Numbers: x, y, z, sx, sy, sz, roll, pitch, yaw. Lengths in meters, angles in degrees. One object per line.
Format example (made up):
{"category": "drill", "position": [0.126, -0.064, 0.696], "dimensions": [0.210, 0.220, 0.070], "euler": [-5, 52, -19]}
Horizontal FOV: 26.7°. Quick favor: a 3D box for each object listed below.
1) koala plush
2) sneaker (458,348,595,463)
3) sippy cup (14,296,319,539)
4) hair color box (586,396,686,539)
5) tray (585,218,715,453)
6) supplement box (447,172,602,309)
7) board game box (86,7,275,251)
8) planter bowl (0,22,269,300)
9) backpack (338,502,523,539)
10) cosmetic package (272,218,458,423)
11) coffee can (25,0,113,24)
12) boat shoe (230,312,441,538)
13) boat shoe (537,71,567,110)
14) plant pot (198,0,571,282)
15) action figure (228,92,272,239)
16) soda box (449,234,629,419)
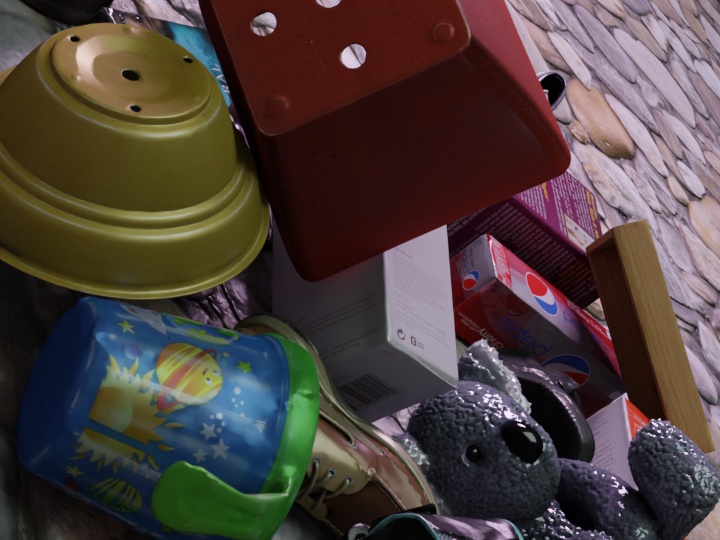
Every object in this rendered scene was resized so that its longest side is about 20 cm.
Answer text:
{"category": "koala plush", "position": [0.106, 0.157, 1.050], "dimensions": [0.200, 0.184, 0.177], "euler": [42, 61, 5]}
{"category": "sneaker", "position": [0.148, 0.109, 1.218], "dimensions": [0.103, 0.061, 0.199], "euler": [11, 12, -35]}
{"category": "sippy cup", "position": [-0.110, 0.081, 0.819], "dimensions": [0.129, 0.177, 0.141], "euler": [24, 64, -26]}
{"category": "hair color box", "position": [0.198, 0.205, 1.198], "dimensions": [0.061, 0.101, 0.201], "euler": [40, 29, -24]}
{"category": "tray", "position": [0.249, 0.064, 1.312], "dimensions": [0.099, 0.037, 0.202], "euler": [119, -43, -79]}
{"category": "supplement box", "position": [0.132, -0.053, 1.412], "dimensions": [0.199, 0.103, 0.132], "euler": [36, 30, -30]}
{"category": "board game box", "position": [-0.117, -0.104, 1.146], "dimensions": [0.135, 0.028, 0.201], "euler": [0, 57, -60]}
{"category": "planter bowl", "position": [-0.137, -0.082, 0.860], "dimensions": [0.198, 0.084, 0.201], "euler": [14, 37, -10]}
{"category": "backpack", "position": [0.040, 0.248, 0.794], "dimensions": [0.152, 0.175, 0.202], "euler": [21, 43, -41]}
{"category": "cosmetic package", "position": [0.000, 0.000, 1.076], "dimensions": [0.081, 0.112, 0.202], "euler": [33, 44, -38]}
{"category": "coffee can", "position": [-0.178, -0.299, 1.094], "dimensions": [0.146, 0.200, 0.147], "euler": [38, 29, -26]}
{"category": "boat shoe", "position": [-0.031, 0.120, 0.967], "dimensions": [0.200, 0.076, 0.074], "euler": [48, 30, 10]}
{"category": "boat shoe", "position": [0.184, -0.198, 1.732], "dimensions": [0.073, 0.063, 0.200], "euler": [55, 26, 6]}
{"category": "plant pot", "position": [-0.001, -0.138, 0.950], "dimensions": [0.176, 0.198, 0.202], "euler": [46, 22, -71]}
{"category": "action figure", "position": [-0.129, -0.076, 1.022], "dimensions": [0.199, 0.069, 0.131], "euler": [8, 48, -49]}
{"category": "soda box", "position": [0.154, 0.054, 1.351], "dimensions": [0.199, 0.070, 0.064], "euler": [37, 30, -31]}
